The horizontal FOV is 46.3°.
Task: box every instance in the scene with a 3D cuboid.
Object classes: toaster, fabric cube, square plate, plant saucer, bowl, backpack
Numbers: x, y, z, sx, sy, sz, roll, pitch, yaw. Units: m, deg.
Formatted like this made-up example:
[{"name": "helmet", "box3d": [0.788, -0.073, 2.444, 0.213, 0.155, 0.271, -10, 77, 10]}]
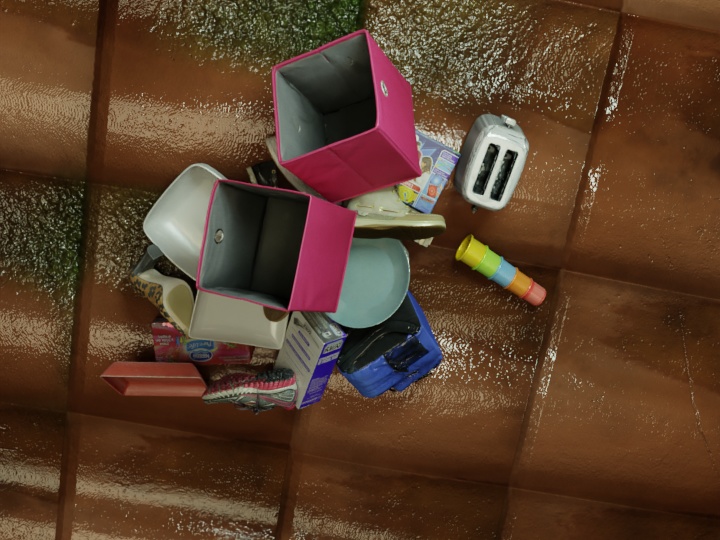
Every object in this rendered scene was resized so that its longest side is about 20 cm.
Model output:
[{"name": "toaster", "box3d": [0.248, -0.197, 1.616, 0.112, 0.129, 0.203, 20, 105, -4]}, {"name": "fabric cube", "box3d": [-0.146, -0.041, 1.502, 0.197, 0.199, 0.200, 12, 92, 23]}, {"name": "square plate", "box3d": [-0.226, 0.043, 1.642, 0.197, 0.028, 0.202, 10, 94, -28]}, {"name": "plant saucer", "box3d": [-0.410, 0.221, 1.720, 0.196, 0.200, 0.037, 1, 71, -3]}, {"name": "bowl", "box3d": [-0.303, -0.096, 1.672, 0.200, 0.075, 0.200, 43, 107, -8]}, {"name": "fabric cube", "box3d": [-0.021, -0.265, 1.502, 0.197, 0.199, 0.200, -16, 66, 22]}, {"name": "plant saucer", "box3d": [0.003, 0.010, 1.625, 0.197, 0.039, 0.205, -2, 83, 16]}, {"name": "backpack", "box3d": [0.054, 0.164, 1.700, 0.198, 0.163, 0.169, -32, 122, 7]}]

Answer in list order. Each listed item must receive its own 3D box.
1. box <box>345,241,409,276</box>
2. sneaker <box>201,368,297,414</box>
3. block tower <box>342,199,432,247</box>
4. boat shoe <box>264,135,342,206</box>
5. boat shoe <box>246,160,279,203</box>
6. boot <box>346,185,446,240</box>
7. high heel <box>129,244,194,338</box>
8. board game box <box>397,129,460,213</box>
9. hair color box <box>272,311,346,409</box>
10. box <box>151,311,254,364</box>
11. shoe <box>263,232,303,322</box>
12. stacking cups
[{"name": "box", "box3d": [0.000, 0.000, 1.698, 0.199, 0.082, 0.069, -35, 102, 11]}, {"name": "sneaker", "box3d": [-0.224, 0.251, 1.688, 0.196, 0.081, 0.076, -6, 107, 11]}, {"name": "block tower", "box3d": [0.063, -0.114, 1.679, 0.197, 0.058, 0.055, 25, 105, -7]}, {"name": "boat shoe", "box3d": [-0.110, -0.192, 1.655, 0.069, 0.071, 0.201, -36, 110, 8]}, {"name": "boat shoe", "box3d": [-0.168, -0.117, 1.670, 0.062, 0.074, 0.204, -19, 111, -9]}, {"name": "boot", "box3d": [0.067, -0.139, 1.587, 0.196, 0.072, 0.157, 2, 69, 14]}, {"name": "high heel", "box3d": [-0.396, 0.064, 1.686, 0.142, 0.071, 0.202, -40, 74, 49]}, {"name": "board game box", "box3d": [0.080, -0.216, 1.661, 0.198, 0.035, 0.137, 27, 103, -7]}, {"name": "hair color box", "box3d": [-0.105, 0.168, 1.690, 0.064, 0.110, 0.202, -16, 143, -36]}, {"name": "box", "box3d": [-0.317, 0.132, 1.726, 0.196, 0.100, 0.097, -2, 106, 1]}, {"name": "shoe", "box3d": [-0.127, 0.008, 1.628, 0.069, 0.053, 0.203, 27, 96, 21]}, {"name": "stacking cups", "box3d": [0.290, 0.001, 1.711, 0.198, 0.061, 0.061, 30, 104, -11]}]
